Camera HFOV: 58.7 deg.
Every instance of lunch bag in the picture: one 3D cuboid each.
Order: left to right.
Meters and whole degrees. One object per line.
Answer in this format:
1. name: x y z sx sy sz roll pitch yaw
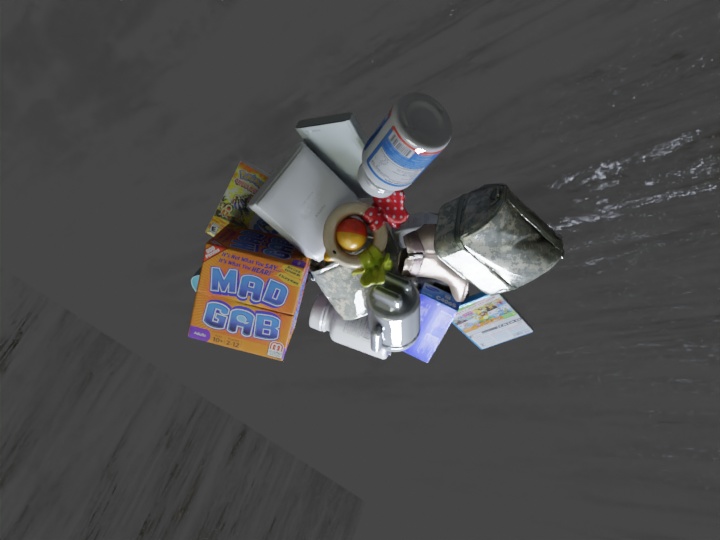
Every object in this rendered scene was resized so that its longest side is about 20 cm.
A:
1. lunch bag: 0.000 0.000 1.409 0.199 0.118 0.165 -30 125 4
2. lunch bag: 0.261 -0.061 1.194 0.199 0.140 0.167 37 142 -27

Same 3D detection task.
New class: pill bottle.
1. pill bottle: -0.015 0.124 1.517 0.198 0.115 0.115 19 150 12
2. pill bottle: 0.068 -0.210 1.125 0.112 0.113 0.200 30 151 -10

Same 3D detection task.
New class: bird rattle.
1. bird rattle: 0.008 -0.072 1.253 0.161 0.202 0.113 8 -170 -10

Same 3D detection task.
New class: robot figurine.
1. robot figurine: 0.071 0.094 1.353 0.112 0.170 0.201 27 146 26

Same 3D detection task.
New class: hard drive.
1. hard drive: -0.025 -0.221 1.264 0.131 0.026 0.200 1 144 35

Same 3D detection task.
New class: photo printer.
1. photo printer: -0.100 -0.128 1.280 0.200 0.167 0.069 43 171 -26

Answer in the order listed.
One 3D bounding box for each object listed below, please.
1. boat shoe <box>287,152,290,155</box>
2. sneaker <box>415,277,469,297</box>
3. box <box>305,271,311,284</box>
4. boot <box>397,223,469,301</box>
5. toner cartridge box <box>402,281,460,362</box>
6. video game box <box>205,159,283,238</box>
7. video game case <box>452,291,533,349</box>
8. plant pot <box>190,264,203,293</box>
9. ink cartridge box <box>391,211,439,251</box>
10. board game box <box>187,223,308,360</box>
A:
1. boat shoe: -0.098 -0.162 1.359 0.075 0.074 0.200 -6 138 48
2. sneaker: 0.156 0.038 1.495 0.198 0.076 0.114 1 141 31
3. box: -0.201 -0.053 1.564 0.199 0.125 0.149 29 149 -6
4. boot: 0.149 -0.009 1.315 0.145 0.070 0.202 -10 123 -11
5. toner cartridge box: 0.152 0.123 1.478 0.094 0.043 0.201 25 135 2
6. video game box: -0.218 -0.119 1.432 0.199 0.183 0.047 28 -170 -6
7. video game case: 0.300 0.116 1.505 0.142 0.018 0.200 -24 136 28
8. plant pot: -0.350 0.020 1.781 0.198 0.136 0.201 18 150 11
9. ink cartridge box: 0.184 -0.063 1.364 0.198 0.050 0.161 -12 138 20
10. board game box: -0.224 0.039 1.346 0.198 0.202 0.200 14 -165 -3
